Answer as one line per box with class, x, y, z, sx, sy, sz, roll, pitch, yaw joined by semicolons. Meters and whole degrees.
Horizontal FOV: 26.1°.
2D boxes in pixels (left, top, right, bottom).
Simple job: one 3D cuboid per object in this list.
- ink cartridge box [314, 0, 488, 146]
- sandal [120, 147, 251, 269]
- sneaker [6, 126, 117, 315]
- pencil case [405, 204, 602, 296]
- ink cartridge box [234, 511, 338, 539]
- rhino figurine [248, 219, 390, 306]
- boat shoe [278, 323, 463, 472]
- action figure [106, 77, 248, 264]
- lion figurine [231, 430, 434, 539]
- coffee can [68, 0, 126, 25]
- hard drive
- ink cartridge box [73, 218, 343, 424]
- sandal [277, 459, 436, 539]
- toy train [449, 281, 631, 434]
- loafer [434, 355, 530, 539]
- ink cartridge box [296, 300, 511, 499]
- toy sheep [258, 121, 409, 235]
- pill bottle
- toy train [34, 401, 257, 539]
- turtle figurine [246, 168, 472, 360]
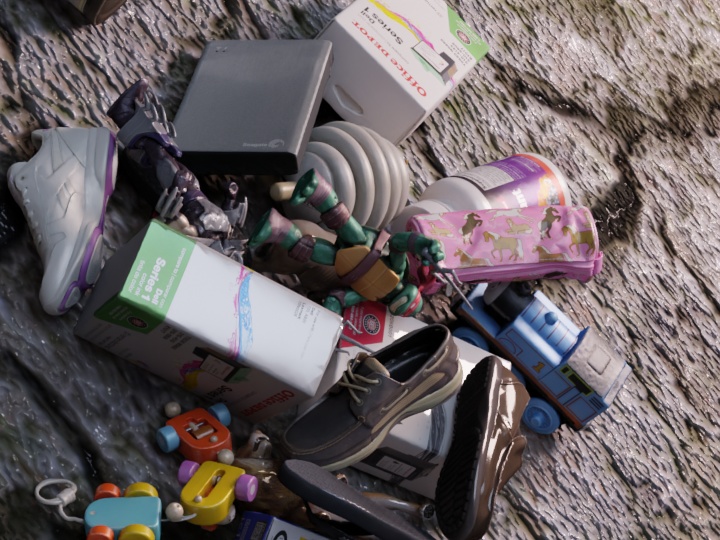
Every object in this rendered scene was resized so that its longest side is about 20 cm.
ink cartridge box;0.038;-0.239;1.744;0.145;0.084;0.200;44;38;-2
sandal;-0.173;-0.046;1.529;0.075;0.045;0.200;-10;53;-45
sneaker;-0.284;-0.047;1.441;0.099;0.075;0.201;7;57;-4
pencil case;0.143;-0.021;1.567;0.198;0.083;0.087;-6;79;-16
ink cartridge box;-0.051;0.292;1.327;0.199;0.076;0.137;25;76;-22
rhino figurine;-0.020;0.002;1.564;0.199;0.087;0.060;20;54;-34
boat shoe;0.006;0.106;1.392;0.199;0.074;0.074;-32;43;-29
action figure;-0.165;-0.077;1.451;0.201;0.069;0.130;56;10;17
lion figurine;-0.029;0.215;1.425;0.200;0.122;0.073;33;70;-34
coffee can;-0.299;-0.370;1.577;0.200;0.146;0.147;40;46;-5
hard drive;-0.112;-0.168;1.585;0.138;0.033;0.201;1;41;11
ink cartridge box;-0.137;0.051;1.402;0.199;0.145;0.084;28;65;-17
sandal;0.005;0.222;1.330;0.200;0.043;0.076;36;0;-34
toy train;0.184;0.084;1.636;0.200;0.114;0.087;45;45;-2
loafer;0.125;0.170;1.449;0.071;0.073;0.201;29;51;-15
ink cartridge box;0.046;0.129;1.530;0.199;0.083;0.146;24;50;-19
toy sheep;-0.025;-0.091;1.599;0.199;0.138;0.138;-17;71;-46
pill bottle;0.129;-0.054;1.692;0.199;0.111;0.112;-21;74;-41
toy train;-0.174;0.191;1.350;0.199;0.056;0.150;-25;37;-35
turtle figurine;0.000;0.000;1.463;0.200;0.150;0.101;39;13;-13
